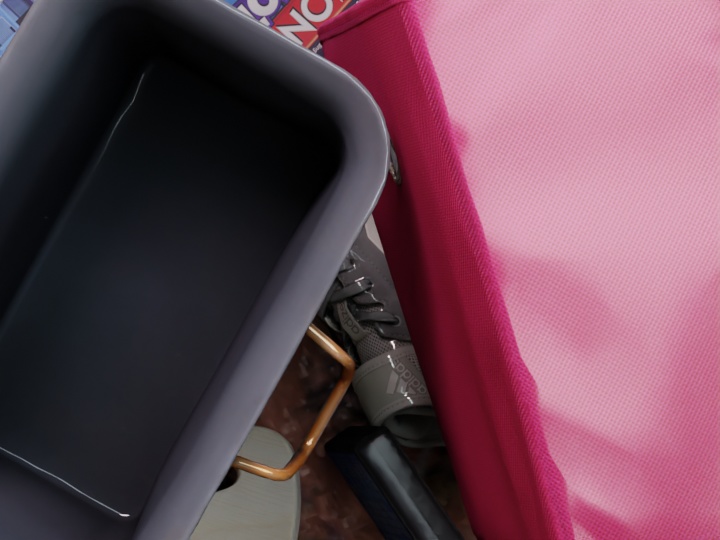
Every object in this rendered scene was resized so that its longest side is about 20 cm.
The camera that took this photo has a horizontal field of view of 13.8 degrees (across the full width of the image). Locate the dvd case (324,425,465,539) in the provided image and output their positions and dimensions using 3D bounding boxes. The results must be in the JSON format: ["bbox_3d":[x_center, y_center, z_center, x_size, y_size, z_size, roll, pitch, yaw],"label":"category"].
[{"bbox_3d":[0.053,0.142,1.092,0.018,0.143,0.200,-34,90,-6],"label":"dvd case"}]

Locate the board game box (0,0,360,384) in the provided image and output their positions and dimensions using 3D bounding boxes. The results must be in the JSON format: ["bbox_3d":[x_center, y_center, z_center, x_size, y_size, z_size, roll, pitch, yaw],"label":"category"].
[{"bbox_3d":[-0.090,-0.065,1.088,0.200,0.062,0.200,-44,90,2],"label":"board game box"}]

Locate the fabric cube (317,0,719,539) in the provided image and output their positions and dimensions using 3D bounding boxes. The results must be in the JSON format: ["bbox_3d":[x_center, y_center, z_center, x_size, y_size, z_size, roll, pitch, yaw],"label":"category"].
[{"bbox_3d":[0.114,-0.018,0.974,0.200,0.196,0.200,-17,93,-7],"label":"fabric cube"}]

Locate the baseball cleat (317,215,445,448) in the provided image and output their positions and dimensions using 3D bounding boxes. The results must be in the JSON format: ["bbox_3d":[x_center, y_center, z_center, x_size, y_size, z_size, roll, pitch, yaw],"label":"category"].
[{"bbox_3d":[0.000,0.000,1.137,0.200,0.070,0.107,28,54,-11],"label":"baseball cleat"}]

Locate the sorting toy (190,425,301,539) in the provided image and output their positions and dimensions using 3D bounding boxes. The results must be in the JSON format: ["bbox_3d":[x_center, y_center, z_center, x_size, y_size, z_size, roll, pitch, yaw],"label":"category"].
[{"bbox_3d":[-0.104,0.115,1.074,0.200,0.107,0.180,22,61,-6],"label":"sorting toy"}]

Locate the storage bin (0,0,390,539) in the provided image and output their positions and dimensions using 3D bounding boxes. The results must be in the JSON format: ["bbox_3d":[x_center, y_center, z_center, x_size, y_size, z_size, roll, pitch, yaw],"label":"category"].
[{"bbox_3d":[-0.071,0.011,0.991,0.145,0.134,0.200,29,93,2],"label":"storage bin"}]
